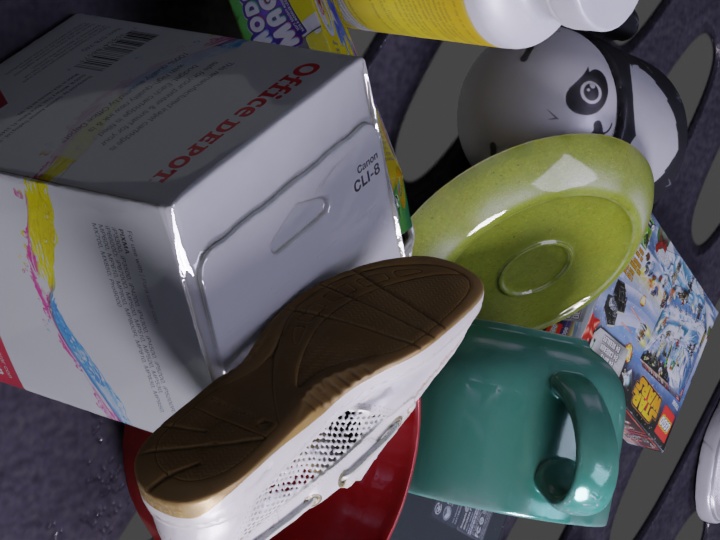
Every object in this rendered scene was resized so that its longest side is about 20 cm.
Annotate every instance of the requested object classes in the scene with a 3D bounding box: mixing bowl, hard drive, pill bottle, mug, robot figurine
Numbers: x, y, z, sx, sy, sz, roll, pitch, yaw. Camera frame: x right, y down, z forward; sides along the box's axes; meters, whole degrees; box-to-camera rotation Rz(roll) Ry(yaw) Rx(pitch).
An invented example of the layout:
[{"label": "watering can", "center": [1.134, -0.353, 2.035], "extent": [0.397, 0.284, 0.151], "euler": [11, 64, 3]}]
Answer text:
[{"label": "mixing bowl", "center": [-0.066, 0.098, 1.015], "extent": [0.199, 0.108, 0.202], "euler": [-21, 117, -49]}, {"label": "hard drive", "center": [0.053, 0.133, 1.243], "extent": [0.200, 0.033, 0.141], "euler": [36, 72, -51]}, {"label": "pill bottle", "center": [0.063, -0.189, 1.021], "extent": [0.112, 0.199, 0.113], "euler": [-19, 116, -47]}, {"label": "mug", "center": [0.107, 0.095, 1.123], "extent": [0.152, 0.184, 0.116], "euler": [14, 85, -56]}, {"label": "robot figurine", "center": [0.154, -0.100, 1.227], "extent": [0.199, 0.124, 0.152], "euler": [11, 55, -53]}]

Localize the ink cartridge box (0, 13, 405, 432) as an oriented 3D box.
[{"label": "ink cartridge box", "center": [-0.099, -0.023, 0.859], "extent": [0.145, 0.199, 0.146], "euler": [-41, 130, -37]}]

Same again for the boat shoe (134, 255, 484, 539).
[{"label": "boat shoe", "center": [-0.018, 0.064, 0.778], "extent": [0.199, 0.070, 0.070], "euler": [-36, 134, -34]}]

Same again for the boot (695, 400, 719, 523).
[{"label": "boot", "center": [0.383, 0.147, 1.626], "extent": [0.073, 0.095, 0.202], "euler": [33, 74, -51]}]

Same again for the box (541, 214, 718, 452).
[{"label": "box", "center": [0.223, 0.045, 1.434], "extent": [0.200, 0.040, 0.138], "euler": [47, 63, -48]}]

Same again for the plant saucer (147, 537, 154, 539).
[{"label": "plant saucer", "center": [-0.112, 0.259, 1.060], "extent": [0.200, 0.038, 0.203], "euler": [-18, 114, -49]}]

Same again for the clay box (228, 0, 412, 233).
[{"label": "clay box", "center": [-0.027, -0.109, 0.950], "extent": [0.115, 0.047, 0.202], "euler": [-27, 98, -82]}]

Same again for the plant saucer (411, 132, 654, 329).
[{"label": "plant saucer", "center": [0.112, -0.011, 1.175], "extent": [0.198, 0.031, 0.201], "euler": [-16, 145, -11]}]

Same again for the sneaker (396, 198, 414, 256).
[{"label": "sneaker", "center": [0.000, 0.000, 1.085], "extent": [0.076, 0.091, 0.201], "euler": [-56, 139, -26]}]
